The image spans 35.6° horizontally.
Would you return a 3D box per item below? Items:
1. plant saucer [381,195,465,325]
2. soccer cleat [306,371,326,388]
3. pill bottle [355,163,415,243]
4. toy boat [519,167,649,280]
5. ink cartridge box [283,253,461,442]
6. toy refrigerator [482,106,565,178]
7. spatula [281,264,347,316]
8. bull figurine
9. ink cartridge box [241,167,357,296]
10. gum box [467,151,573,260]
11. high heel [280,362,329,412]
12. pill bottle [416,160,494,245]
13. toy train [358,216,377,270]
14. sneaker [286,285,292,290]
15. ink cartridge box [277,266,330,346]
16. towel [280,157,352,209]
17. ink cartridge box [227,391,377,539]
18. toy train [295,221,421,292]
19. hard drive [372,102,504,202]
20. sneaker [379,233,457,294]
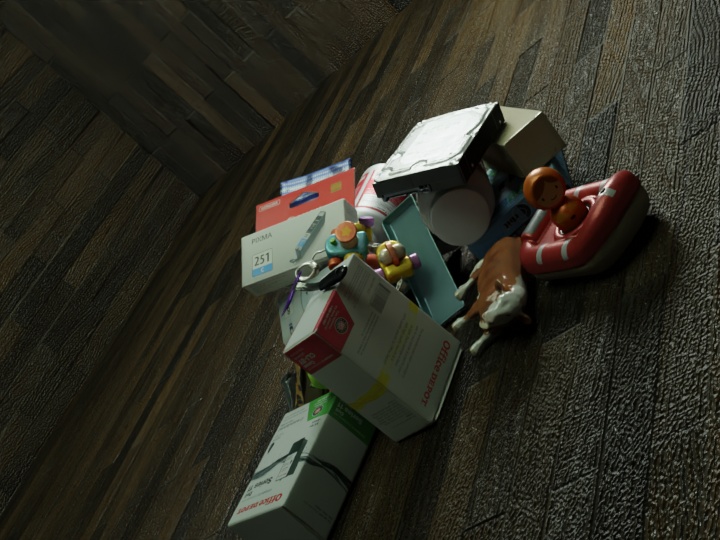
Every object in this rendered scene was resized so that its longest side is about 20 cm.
[{"bbox_3d":[0.093,-0.011,1.633,0.070,0.019,0.201,-41,58,29],"label":"plant saucer"},{"bbox_3d":[0.008,0.124,1.555,0.081,0.068,0.199,-27,-11,38],"label":"soccer cleat"},{"bbox_3d":[0.025,-0.093,2.031,0.112,0.112,0.201,-33,22,43],"label":"pill bottle"},{"bbox_3d":[0.251,-0.073,1.359,0.131,0.131,0.200,-55,17,-20],"label":"toy boat"},{"bbox_3d":[0.019,0.102,1.452,0.083,0.200,0.146,-36,20,45],"label":"ink cartridge box"},{"bbox_3d":[0.222,-0.190,1.655,0.076,0.070,0.200,-41,17,-4],"label":"toy refrigerator"},{"bbox_3d":[-0.061,0.018,1.453,0.200,0.020,0.057,-21,46,60],"label":"spatula"},{"bbox_3d":[0.173,0.034,1.439,0.121,0.065,0.200,-45,12,32],"label":"bull figurine"},{"bbox_3d":[-0.098,-0.069,1.778,0.199,0.045,0.178,-19,56,25],"label":"ink cartridge box"},{"bbox_3d":[0.229,-0.117,1.670,0.170,0.044,0.200,-43,17,22],"label":"gum box"},{"bbox_3d":[-0.057,0.165,1.638,0.201,0.071,0.143,-62,38,41],"label":"high heel"},{"bbox_3d":[0.136,-0.112,1.629,0.112,0.112,0.200,-44,18,16],"label":"pill bottle"},{"bbox_3d":[-0.012,-0.004,1.810,0.200,0.055,0.152,135,134,-73],"label":"toy train"},{"bbox_3d":[-0.071,0.027,1.845,0.081,0.201,0.088,-35,-1,-12],"label":"sneaker"},{"bbox_3d":[-0.055,0.108,1.717,0.160,0.047,0.202,-31,58,43],"label":"ink cartridge box"},{"bbox_3d":[-0.076,-0.077,1.807,0.144,0.024,0.202,-17,57,30],"label":"towel"},{"bbox_3d":[-0.076,0.276,1.516,0.146,0.083,0.201,-31,24,46],"label":"ink cartridge box"},{"bbox_3d":[0.000,0.000,1.607,0.199,0.056,0.150,32,65,32],"label":"toy train"},{"bbox_3d":[0.112,-0.170,1.583,0.139,0.038,0.200,-11,28,32],"label":"hard drive"},{"bbox_3d":[0.107,-0.034,1.782,0.139,0.078,0.200,-33,-2,-19],"label":"sneaker"}]
